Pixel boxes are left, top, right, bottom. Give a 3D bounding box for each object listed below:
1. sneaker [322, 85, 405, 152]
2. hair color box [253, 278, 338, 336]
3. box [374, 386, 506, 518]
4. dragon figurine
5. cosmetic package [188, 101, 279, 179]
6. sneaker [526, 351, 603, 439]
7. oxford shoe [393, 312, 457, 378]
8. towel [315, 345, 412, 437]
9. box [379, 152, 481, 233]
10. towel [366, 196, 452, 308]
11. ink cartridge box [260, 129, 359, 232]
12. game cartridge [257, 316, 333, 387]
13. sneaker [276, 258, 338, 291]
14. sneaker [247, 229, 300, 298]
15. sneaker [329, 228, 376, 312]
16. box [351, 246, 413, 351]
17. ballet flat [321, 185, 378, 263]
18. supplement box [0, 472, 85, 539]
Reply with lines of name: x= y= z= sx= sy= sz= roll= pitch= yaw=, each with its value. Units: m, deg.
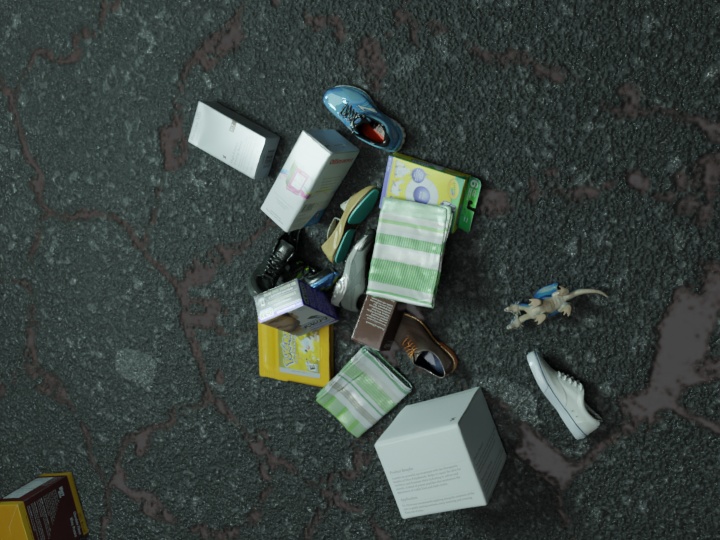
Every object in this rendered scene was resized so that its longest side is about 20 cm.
sneaker: x=0.002 y=-0.317 z=1.390 sx=0.198 sy=0.090 sz=0.079 roll=35 pitch=114 yaw=13
hair color box: x=-0.135 y=0.084 z=1.458 sx=0.107 sy=0.200 sz=0.066 roll=-22 pitch=69 yaw=14
box: x=0.171 y=0.376 z=1.406 sx=0.196 sy=0.199 sz=0.175 roll=-20 pitch=95 yaw=27
dragon figurine: x=0.373 y=0.062 z=1.320 sx=0.196 sy=0.099 sz=0.060 roll=-24 pitch=90 yaw=8
cosmetic package: x=-0.289 y=-0.299 z=1.540 sx=0.197 sy=0.074 sz=0.104 roll=28 pitch=111 yaw=15
sneaker: x=0.408 y=0.237 z=1.345 sx=0.070 sy=0.073 sz=0.202 roll=-35 pitch=95 yaw=17
oxford shoe: x=0.119 y=0.156 z=1.450 sx=0.198 sy=0.073 sz=0.072 roll=35 pitch=114 yaw=14
towel: x=0.005 y=0.281 z=1.540 sx=0.149 sy=0.031 sz=0.200 roll=43 pitch=114 yaw=-2
box: x=0.142 y=-0.156 z=1.381 sx=0.196 sy=0.048 sz=0.120 roll=19 pitch=115 yaw=18
towel: x=0.096 y=-0.038 z=1.348 sx=0.149 sy=0.023 sz=0.205 roll=10 pitch=85 yaw=17
ink cartridge box: x=-0.105 y=-0.195 z=1.436 sx=0.084 sy=0.144 sz=0.202 roll=40 pitch=115 yaw=12
game cartridge: x=-0.156 y=0.180 z=1.606 sx=0.195 sy=0.032 sz=0.181 roll=5 pitch=103 yaw=22
sneaker: x=-0.132 y=0.014 z=1.525 sx=0.197 sy=0.070 sz=0.085 roll=-8 pitch=86 yaw=43
sneaker: x=-0.185 y=-0.025 z=1.487 sx=0.059 sy=0.201 sz=0.105 roll=33 pitch=121 yaw=-10
sneaker: x=0.000 y=0.000 z=1.479 sx=0.078 sy=0.074 sz=0.204 roll=25 pitch=117 yaw=7
box: x=0.056 y=0.062 z=1.411 sx=0.074 sy=0.100 sz=0.204 roll=22 pitch=91 yaw=17
ballet flat: x=-0.030 y=-0.110 z=1.467 sx=0.063 sy=0.068 sz=0.202 roll=41 pitch=114 yaw=26
supplement box: x=-0.950 y=0.739 z=2.004 sx=0.130 sy=0.199 sz=0.202 roll=-10 pitch=97 yaw=25
